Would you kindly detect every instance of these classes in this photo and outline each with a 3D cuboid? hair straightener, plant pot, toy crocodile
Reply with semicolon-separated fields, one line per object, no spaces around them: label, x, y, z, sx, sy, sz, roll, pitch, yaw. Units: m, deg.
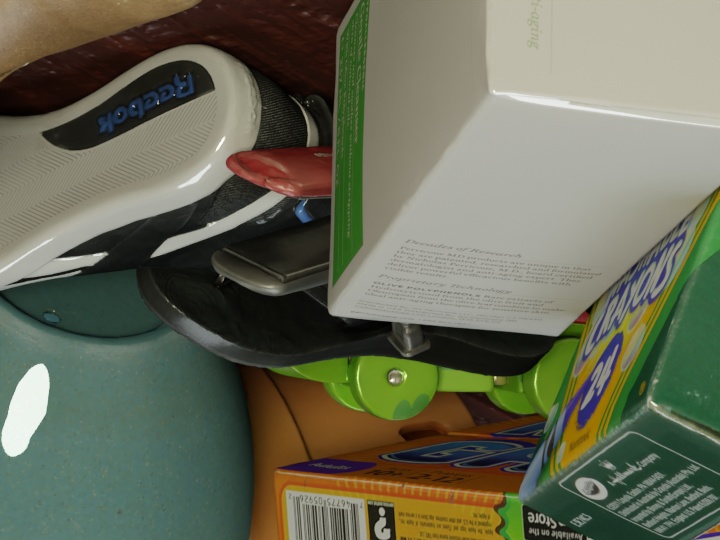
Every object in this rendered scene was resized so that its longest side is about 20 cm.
hair straightener;0.020;-0.011;0.918;0.041;0.077;0.200;23;-160;33
plant pot;-0.018;0.130;1.242;0.140;0.200;0.200;-10;167;-21
toy crocodile;0.048;0.035;1.138;0.200;0.062;0.068;2;-179;-14
plant pot;-0.127;0.052;1.027;0.200;0.200;0.135;7;126;-20

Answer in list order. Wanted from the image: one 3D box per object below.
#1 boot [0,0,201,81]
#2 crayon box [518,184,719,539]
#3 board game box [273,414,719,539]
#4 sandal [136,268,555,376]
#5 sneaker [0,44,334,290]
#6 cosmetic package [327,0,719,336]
boot;-0.126;-0.065;0.796;0.200;0.076;0.074;-11;157;30
crayon box;0.120;-0.020;0.773;0.052;0.200;0.126;26;158;-4
board game box;0.108;0.172;1.067;0.200;0.200;0.200;-7;-175;-41
sandal;0.000;-0.001;1.027;0.200;0.075;0.048;5;138;-36
sneaker;-0.091;-0.018;0.942;0.200;0.073;0.112;-13;156;34
cosmetic package;0.051;-0.059;0.755;0.085;0.108;0.200;6;160;-11
